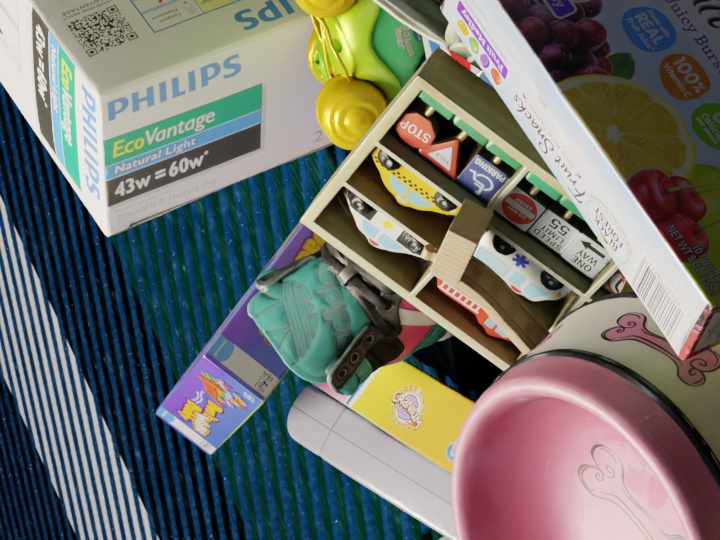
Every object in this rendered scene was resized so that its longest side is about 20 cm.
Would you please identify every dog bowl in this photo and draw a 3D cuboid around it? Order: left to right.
[{"bbox_3d":[0.120,0.116,1.068,0.200,0.074,0.201,29,129,43],"label":"dog bowl"}]

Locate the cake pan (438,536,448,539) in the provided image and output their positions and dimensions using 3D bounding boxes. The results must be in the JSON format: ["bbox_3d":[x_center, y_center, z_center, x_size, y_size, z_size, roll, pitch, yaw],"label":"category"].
[{"bbox_3d":[0.109,0.258,1.547,0.200,0.037,0.201,49,151,39],"label":"cake pan"}]

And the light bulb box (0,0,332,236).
[{"bbox_3d":[-0.117,-0.157,1.467,0.200,0.198,0.125,53,155,34],"label":"light bulb box"}]

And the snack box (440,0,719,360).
[{"bbox_3d":[0.146,-0.077,1.023,0.200,0.142,0.053,57,156,22],"label":"snack box"}]

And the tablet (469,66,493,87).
[{"bbox_3d":[0.131,-0.035,1.170,0.200,0.014,0.130,52,137,3],"label":"tablet"}]

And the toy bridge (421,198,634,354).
[{"bbox_3d":[0.119,0.035,1.137,0.199,0.027,0.067,27,137,4],"label":"toy bridge"}]

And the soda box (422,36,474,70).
[{"bbox_3d":[0.080,-0.098,1.247,0.064,0.068,0.201,30,136,56],"label":"soda box"}]

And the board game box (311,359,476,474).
[{"bbox_3d":[0.070,0.101,1.371,0.153,0.040,0.200,31,179,-34],"label":"board game box"}]

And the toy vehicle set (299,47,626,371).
[{"bbox_3d":[0.082,-0.007,1.160,0.200,0.027,0.124,36,135,-4],"label":"toy vehicle set"}]

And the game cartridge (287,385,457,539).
[{"bbox_3d":[0.052,0.135,1.402,0.200,0.042,0.133,29,-177,34],"label":"game cartridge"}]

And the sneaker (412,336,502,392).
[{"bbox_3d":[0.068,-0.008,1.380,0.087,0.076,0.200,39,150,24],"label":"sneaker"}]

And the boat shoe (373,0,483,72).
[{"bbox_3d":[0.063,-0.119,1.125,0.200,0.062,0.072,34,132,21],"label":"boat shoe"}]

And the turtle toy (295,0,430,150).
[{"bbox_3d":[0.011,-0.165,1.293,0.146,0.101,0.201,-101,-1,-66],"label":"turtle toy"}]

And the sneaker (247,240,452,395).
[{"bbox_3d":[0.000,0.000,1.263,0.084,0.120,0.200,52,160,23],"label":"sneaker"}]

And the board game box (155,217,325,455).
[{"bbox_3d":[-0.037,0.008,1.440,0.045,0.200,0.134,38,156,-3],"label":"board game box"}]
